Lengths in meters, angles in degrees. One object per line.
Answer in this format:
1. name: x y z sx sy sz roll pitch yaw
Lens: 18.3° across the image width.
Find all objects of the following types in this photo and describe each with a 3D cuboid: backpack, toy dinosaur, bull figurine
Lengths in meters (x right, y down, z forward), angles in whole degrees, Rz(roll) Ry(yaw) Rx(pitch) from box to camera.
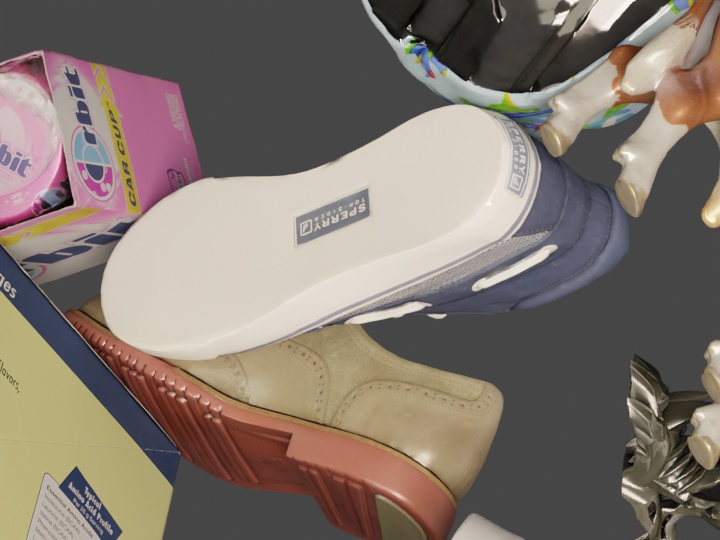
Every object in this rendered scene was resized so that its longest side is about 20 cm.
1. backpack: 0.090 -0.140 0.811 0.163 0.154 0.200 41 82 14
2. toy dinosaur: 0.161 0.070 0.794 0.136 0.102 0.200 5 68 7
3. bull figurine: 0.150 -0.007 0.737 0.121 0.065 0.200 -25 82 -15

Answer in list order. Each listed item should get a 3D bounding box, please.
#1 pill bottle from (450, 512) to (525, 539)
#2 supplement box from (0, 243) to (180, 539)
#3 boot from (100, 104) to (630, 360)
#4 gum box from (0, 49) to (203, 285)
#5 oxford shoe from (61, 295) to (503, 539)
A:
1. pill bottle: 0.102 0.166 0.740 0.200 0.112 0.112 30 100 9
2. supplement box: -0.186 0.096 0.813 0.134 0.200 0.200 -19 38 24
3. boot: 0.000 0.000 0.850 0.200 0.090 0.073 -15 63 36
4. gum box: -0.178 -0.023 0.926 0.200 0.113 0.066 -18 81 22
5. oxford shoe: -0.033 0.046 0.900 0.200 0.070 0.075 23 64 28
